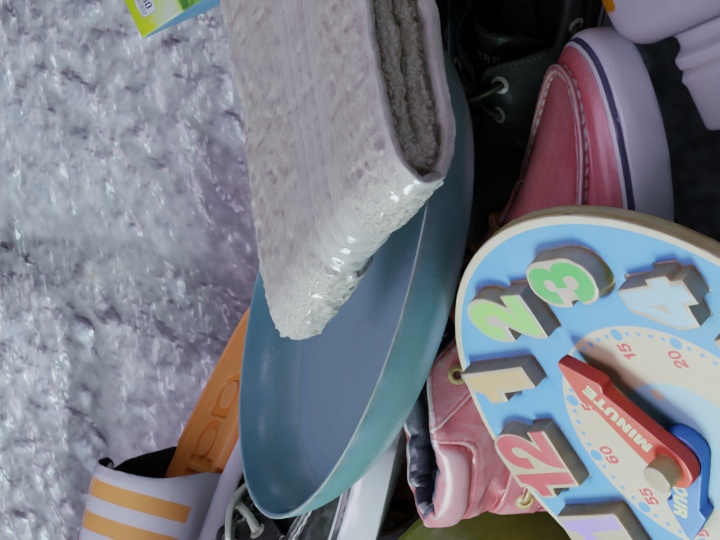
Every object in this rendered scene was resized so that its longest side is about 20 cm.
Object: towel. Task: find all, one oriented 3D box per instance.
[{"bbox_3d":[-0.012,-0.087,1.108,0.133,0.034,0.200,127,140,-54],"label":"towel"}]

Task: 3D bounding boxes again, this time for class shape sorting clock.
[{"bbox_3d":[0.114,0.061,1.025,0.200,0.039,0.200,33,150,22],"label":"shape sorting clock"}]

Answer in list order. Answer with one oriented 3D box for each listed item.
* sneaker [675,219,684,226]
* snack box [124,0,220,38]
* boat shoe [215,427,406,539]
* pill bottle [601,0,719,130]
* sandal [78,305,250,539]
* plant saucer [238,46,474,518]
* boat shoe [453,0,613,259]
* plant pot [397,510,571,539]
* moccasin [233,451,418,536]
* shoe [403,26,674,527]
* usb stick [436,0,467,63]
[{"bbox_3d":[0.059,0.035,1.237,0.200,0.073,0.085,-9,101,46],"label":"sneaker"},{"bbox_3d":[-0.069,-0.222,1.241,0.169,0.068,0.200,-23,94,49],"label":"snack box"},{"bbox_3d":[-0.031,0.122,1.254,0.064,0.071,0.200,20,125,-2],"label":"boat shoe"},{"bbox_3d":[0.118,-0.155,1.049,0.109,0.109,0.200,-20,95,49],"label":"pill bottle"},{"bbox_3d":[-0.091,0.090,1.346,0.059,0.207,0.079,28,169,-22],"label":"sandal"},{"bbox_3d":[0.000,0.000,1.140,0.200,0.027,0.200,-165,90,-73],"label":"plant saucer"},{"bbox_3d":[0.062,-0.087,1.144,0.069,0.057,0.200,27,111,40],"label":"boat shoe"},{"bbox_3d":[0.100,0.179,1.196,0.193,0.200,0.200,51,139,27],"label":"plant pot"},{"bbox_3d":[-0.023,0.107,1.343,0.201,0.074,0.078,-22,48,49],"label":"moccasin"},{"bbox_3d":[0.061,0.008,1.114,0.071,0.091,0.200,-124,29,-56],"label":"shoe"},{"bbox_3d":[0.022,-0.080,1.207,0.055,0.033,0.200,44,154,31],"label":"usb stick"}]
